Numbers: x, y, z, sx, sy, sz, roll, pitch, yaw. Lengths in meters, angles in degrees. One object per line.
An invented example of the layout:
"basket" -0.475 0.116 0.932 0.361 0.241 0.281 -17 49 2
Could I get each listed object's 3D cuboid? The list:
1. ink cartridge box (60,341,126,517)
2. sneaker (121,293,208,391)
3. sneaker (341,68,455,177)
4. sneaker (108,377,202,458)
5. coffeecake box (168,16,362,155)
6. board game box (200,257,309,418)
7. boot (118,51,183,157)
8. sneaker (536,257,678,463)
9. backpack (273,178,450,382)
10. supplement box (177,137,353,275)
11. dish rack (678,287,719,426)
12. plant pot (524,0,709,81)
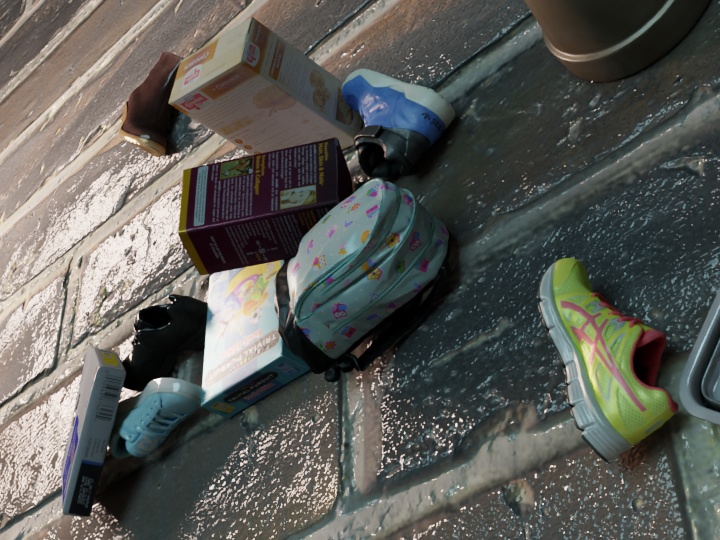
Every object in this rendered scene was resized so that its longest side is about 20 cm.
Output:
"ink cartridge box" -0.363 0.209 1.578 0.200 0.047 0.198 -157 80 -76
"sneaker" -0.277 0.090 1.575 0.200 0.091 0.076 -40 41 28
"sneaker" 0.018 -0.173 1.409 0.200 0.077 0.111 26 77 49
"sneaker" -0.262 0.198 1.498 0.200 0.074 0.082 -32 44 50
"coffeecake box" -0.118 -0.218 1.507 0.153 0.200 0.073 -18 51 43
"board game box" -0.129 0.061 1.447 0.151 0.047 0.200 -33 42 33
"boot" -0.337 -0.283 1.943 0.167 0.072 0.200 -60 31 3
"sneaker" 0.216 0.063 0.998 0.090 0.078 0.200 -31 48 23
"backpack" 0.000 0.000 1.262 0.200 0.126 0.167 -38 36 23
"supplement box" -0.112 -0.077 1.417 0.199 0.086 0.111 -10 50 9
"dish rack" 0.345 0.055 0.858 0.200 0.043 0.172 16 79 55
"plant pot" 0.227 -0.318 1.171 0.200 0.173 0.200 -32 42 35
